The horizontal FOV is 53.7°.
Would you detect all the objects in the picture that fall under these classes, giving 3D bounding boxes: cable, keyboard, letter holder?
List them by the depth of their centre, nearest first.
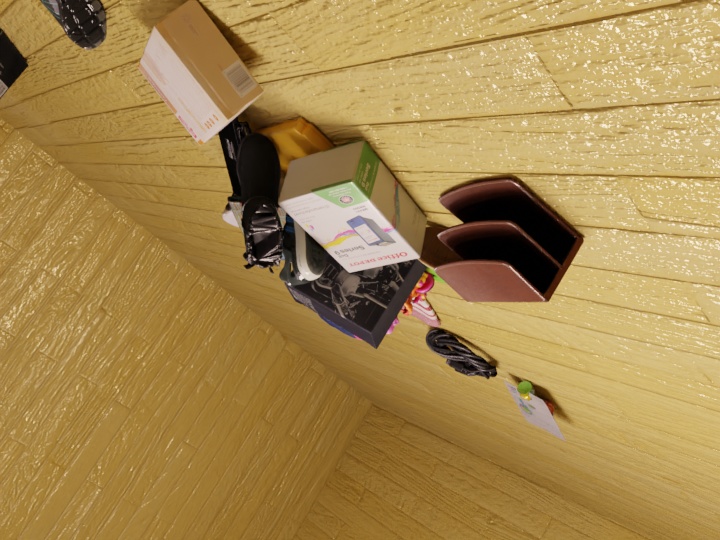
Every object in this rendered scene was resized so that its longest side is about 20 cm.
[{"bbox_3d":[0.171,-0.038,0.965,0.142,0.101,0.200,39,165,-16],"label":"letter holder"},{"bbox_3d":[-0.203,-0.211,1.224,0.104,0.039,0.201,34,143,43],"label":"keyboard"},{"bbox_3d":[0.246,0.201,1.721,0.199,0.051,0.163,18,154,54],"label":"cable"}]

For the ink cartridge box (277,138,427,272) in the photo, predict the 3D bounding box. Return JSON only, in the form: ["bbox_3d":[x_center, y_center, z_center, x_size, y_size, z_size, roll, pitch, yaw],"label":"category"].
[{"bbox_3d":[-0.007,-0.093,1.106,0.144,0.088,0.200,-10,143,33],"label":"ink cartridge box"}]

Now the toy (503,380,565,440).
[{"bbox_3d":[0.430,0.327,1.717,0.115,0.047,0.200,23,160,46],"label":"toy"}]

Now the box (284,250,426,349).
[{"bbox_3d":[0.000,0.000,1.257,0.181,0.201,0.104,28,165,15],"label":"box"}]

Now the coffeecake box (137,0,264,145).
[{"bbox_3d":[-0.239,-0.281,1.040,0.154,0.073,0.200,52,161,-15],"label":"coffeecake box"}]

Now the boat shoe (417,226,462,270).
[{"bbox_3d":[0.169,-0.008,1.134,0.199,0.073,0.072,20,162,26],"label":"boat shoe"}]

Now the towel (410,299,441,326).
[{"bbox_3d":[0.095,0.057,1.606,0.143,0.023,0.200,23,162,33],"label":"towel"}]

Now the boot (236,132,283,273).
[{"bbox_3d":[-0.157,-0.106,1.113,0.073,0.200,0.163,-1,-163,-10],"label":"boot"}]

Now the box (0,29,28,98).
[{"bbox_3d":[-0.931,-0.528,1.688,0.199,0.125,0.149,32,166,7],"label":"box"}]

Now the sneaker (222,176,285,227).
[{"bbox_3d":[-0.191,-0.163,1.352,0.075,0.115,0.199,26,149,-33],"label":"sneaker"}]

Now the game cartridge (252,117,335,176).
[{"bbox_3d":[-0.082,-0.180,1.193,0.176,0.033,0.199,41,162,-27],"label":"game cartridge"}]

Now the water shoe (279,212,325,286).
[{"bbox_3d":[-0.109,-0.071,1.165,0.078,0.202,0.071,-24,146,29],"label":"water shoe"}]

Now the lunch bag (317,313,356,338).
[{"bbox_3d":[-0.050,0.057,1.681,0.132,0.136,0.200,26,164,25],"label":"lunch bag"}]

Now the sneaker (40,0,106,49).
[{"bbox_3d":[-0.472,-0.441,1.122,0.079,0.075,0.200,40,165,33],"label":"sneaker"}]

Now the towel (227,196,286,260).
[{"bbox_3d":[-0.155,-0.069,1.313,0.145,0.022,0.200,7,154,11],"label":"towel"}]

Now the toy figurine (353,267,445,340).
[{"bbox_3d":[0.050,0.054,1.359,0.199,0.185,0.150,22,163,34],"label":"toy figurine"}]
